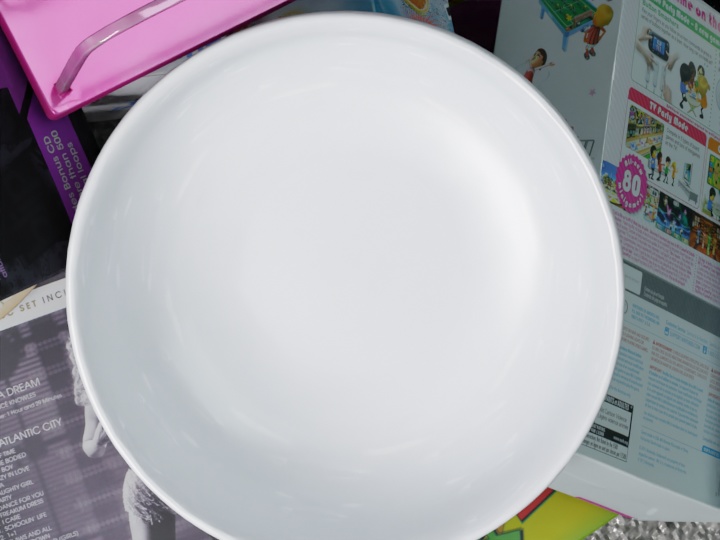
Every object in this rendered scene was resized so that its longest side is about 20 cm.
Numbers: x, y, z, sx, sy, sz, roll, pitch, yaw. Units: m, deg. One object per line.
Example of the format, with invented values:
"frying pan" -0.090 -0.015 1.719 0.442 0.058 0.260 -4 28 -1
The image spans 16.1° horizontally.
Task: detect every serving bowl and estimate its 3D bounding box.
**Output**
"serving bowl" -0.005 0.003 0.923 0.198 0.066 0.202 0 103 2

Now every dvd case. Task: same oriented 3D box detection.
"dvd case" -0.076 0.085 0.983 0.148 0.016 0.201 -20 93 -3

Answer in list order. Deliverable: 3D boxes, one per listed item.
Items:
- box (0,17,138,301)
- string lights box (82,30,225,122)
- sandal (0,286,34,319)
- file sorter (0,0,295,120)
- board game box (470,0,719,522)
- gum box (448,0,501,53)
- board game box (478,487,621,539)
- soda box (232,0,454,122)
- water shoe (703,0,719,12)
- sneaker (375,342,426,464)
"box" -0.173 -0.044 0.872 0.200 0.036 0.144 -30 97 -52
"string lights box" -0.112 -0.164 0.987 0.059 0.103 0.202 -8 86 -31
"sandal" -0.198 0.002 0.909 0.210 0.070 0.078 -15 88 -18
"file sorter" -0.085 -0.180 0.873 0.138 0.125 0.201 -28 91 -14
"board game box" 0.109 -0.011 1.029 0.147 0.064 0.202 25 70 -49
"gum box" 0.091 -0.193 1.126 0.113 0.066 0.201 36 66 -21
"board game box" 0.042 0.082 1.067 0.199 0.048 0.102 -30 97 -30
"soda box" -0.013 -0.135 1.011 0.063 0.068 0.201 29 44 -49
"water shoe" 0.175 -0.059 1.146 0.071 0.079 0.201 19 73 -26
"sneaker" 0.000 0.000 1.031 0.076 0.087 0.201 36 47 -55
